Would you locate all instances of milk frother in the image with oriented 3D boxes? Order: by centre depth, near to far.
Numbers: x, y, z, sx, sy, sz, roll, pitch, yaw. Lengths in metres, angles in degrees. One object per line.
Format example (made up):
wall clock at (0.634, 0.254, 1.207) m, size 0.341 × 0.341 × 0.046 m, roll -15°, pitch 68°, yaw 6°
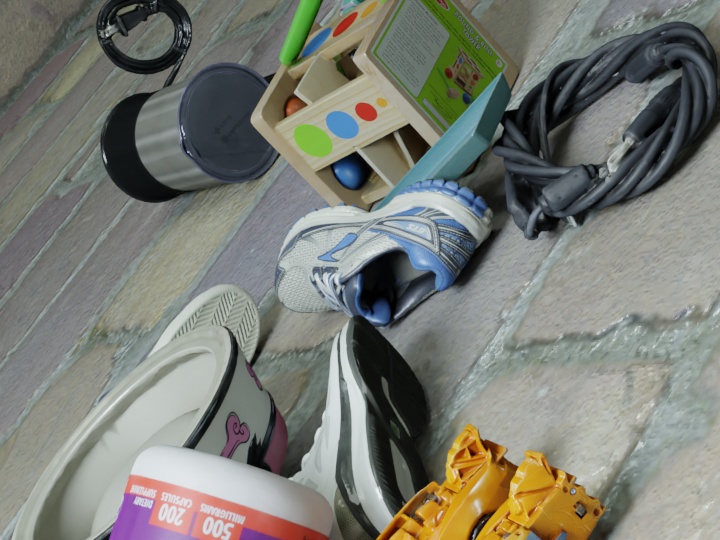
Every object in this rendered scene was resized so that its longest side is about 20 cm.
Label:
milk frother at (-0.180, -0.186, 1.660) m, size 0.181 × 0.200 × 0.188 m, roll -51°, pitch 22°, yaw -25°

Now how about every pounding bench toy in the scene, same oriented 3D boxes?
pounding bench toy at (-0.011, -0.160, 1.293) m, size 0.156 × 0.200 × 0.124 m, roll -23°, pitch 31°, yaw 44°

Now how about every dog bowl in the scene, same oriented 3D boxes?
dog bowl at (-0.128, 0.133, 1.047) m, size 0.200 × 0.074 × 0.200 m, roll -39°, pitch 20°, yaw 17°

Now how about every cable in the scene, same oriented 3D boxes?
cable at (0.160, -0.108, 1.088) m, size 0.163 × 0.051 × 0.200 m, roll -38°, pitch 21°, yaw 23°

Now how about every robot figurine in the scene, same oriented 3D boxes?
robot figurine at (0.025, 0.173, 0.813) m, size 0.200 × 0.058 × 0.145 m, roll -49°, pitch 20°, yaw -12°

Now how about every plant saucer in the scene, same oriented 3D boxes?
plant saucer at (0.047, -0.063, 1.192) m, size 0.200 × 0.019 × 0.070 m, roll -45°, pitch 14°, yaw 49°

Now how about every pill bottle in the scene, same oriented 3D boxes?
pill bottle at (-0.092, 0.199, 0.865) m, size 0.112 × 0.112 × 0.200 m, roll -5°, pitch 65°, yaw 59°

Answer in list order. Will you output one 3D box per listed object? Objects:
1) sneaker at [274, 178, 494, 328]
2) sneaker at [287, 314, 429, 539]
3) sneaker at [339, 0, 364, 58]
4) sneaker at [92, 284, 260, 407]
sneaker at (0.000, 0.000, 1.159) m, size 0.200 × 0.077 × 0.085 m, roll -23°, pitch 34°, yaw 46°
sneaker at (-0.023, 0.111, 0.991) m, size 0.115 × 0.076 × 0.201 m, roll -36°, pitch 25°, yaw 18°
sneaker at (-0.011, -0.214, 1.574) m, size 0.087 × 0.074 × 0.200 m, roll -32°, pitch 25°, yaw 42°
sneaker at (-0.157, 0.092, 1.275) m, size 0.084 × 0.075 × 0.200 m, roll 2°, pitch 50°, yaw 56°
